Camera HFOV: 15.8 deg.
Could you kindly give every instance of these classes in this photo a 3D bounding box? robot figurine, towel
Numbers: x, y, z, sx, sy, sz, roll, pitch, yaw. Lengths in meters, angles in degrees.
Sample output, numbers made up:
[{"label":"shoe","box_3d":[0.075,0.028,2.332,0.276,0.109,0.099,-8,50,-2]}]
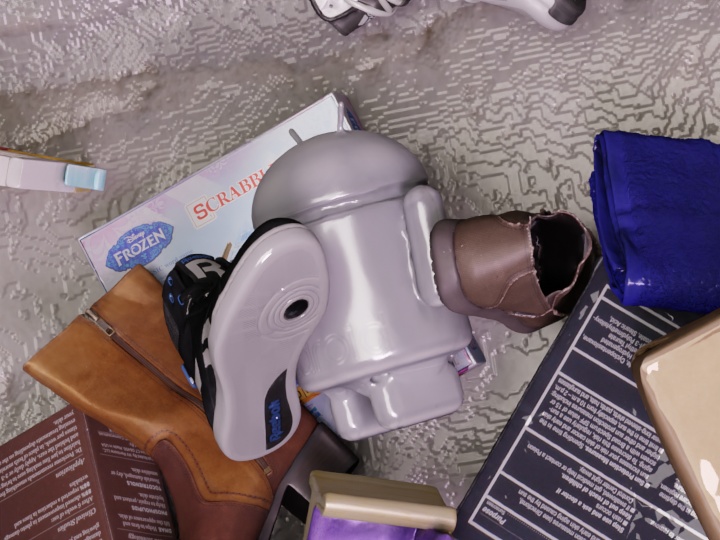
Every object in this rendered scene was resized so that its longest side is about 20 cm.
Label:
[{"label":"robot figurine","box_3d":[0.000,0.000,1.596,0.169,0.113,0.201,-21,84,47]},{"label":"towel","box_3d":[0.239,-0.018,1.548,0.199,0.148,0.050,6,131,-7]}]

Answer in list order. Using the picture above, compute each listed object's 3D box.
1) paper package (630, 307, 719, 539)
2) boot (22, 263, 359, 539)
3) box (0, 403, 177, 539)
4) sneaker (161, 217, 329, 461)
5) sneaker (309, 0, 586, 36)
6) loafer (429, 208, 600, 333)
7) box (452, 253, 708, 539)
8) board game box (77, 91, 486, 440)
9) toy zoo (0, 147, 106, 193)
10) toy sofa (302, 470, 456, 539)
[{"label":"paper package","box_3d":[0.270,0.095,1.427,0.190,0.103,0.200,-28,88,3]},{"label":"boot","box_3d":[-0.130,0.114,1.616,0.200,0.069,0.188,39,69,8]},{"label":"box","box_3d":[-0.170,0.194,1.661,0.100,0.075,0.200,-30,61,29]},{"label":"sneaker","box_3d":[-0.079,0.015,1.545,0.073,0.200,0.112,-17,55,-24]},{"label":"sneaker","box_3d":[0.043,-0.184,1.659,0.200,0.076,0.116,37,107,19]},{"label":"loafer","box_3d":[0.110,-0.001,1.566,0.071,0.200,0.073,-10,88,25]},{"label":"box","box_3d":[0.192,0.128,1.570,0.200,0.123,0.199,32,92,22]},{"label":"board game box","box_3d":[-0.052,0.019,1.688,0.200,0.041,0.200,-28,84,12]},{"label":"toy zoo","box_3d":[-0.260,-0.073,1.695,0.199,0.131,0.021,11,93,13]},{"label":"toy sofa","box_3d":[-0.003,0.227,1.552,0.083,0.098,0.201,9,104,-11]}]
